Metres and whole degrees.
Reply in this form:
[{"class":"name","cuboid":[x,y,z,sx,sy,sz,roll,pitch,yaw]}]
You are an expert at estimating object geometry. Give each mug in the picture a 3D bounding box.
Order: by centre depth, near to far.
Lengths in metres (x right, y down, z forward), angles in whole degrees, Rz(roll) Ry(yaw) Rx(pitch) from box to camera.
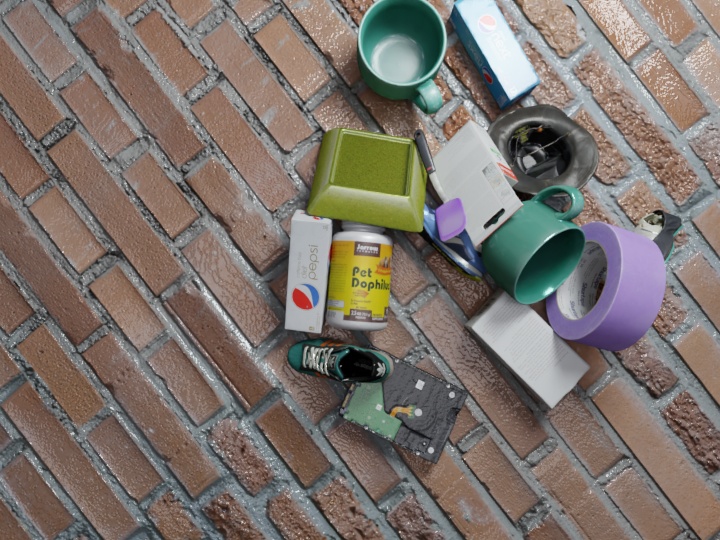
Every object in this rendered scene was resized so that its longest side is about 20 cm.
[{"class":"mug","cuboid":[0.288,-0.050,0.979,0.185,0.152,0.115,-45,50,4]},{"class":"mug","cuboid":[0.068,-0.364,1.029,0.149,0.114,0.188,3,89,-1]}]

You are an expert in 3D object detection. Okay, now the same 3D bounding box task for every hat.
[{"class":"hat","cuboid":[0.313,-0.194,1.046,0.197,0.081,0.203,-3,63,5]}]

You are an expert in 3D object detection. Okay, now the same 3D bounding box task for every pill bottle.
[{"class":"pill bottle","cuboid":[0.000,0.000,1.028,0.107,0.109,0.203,4,88,-1]}]

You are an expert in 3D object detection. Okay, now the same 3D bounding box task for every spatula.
[{"class":"spatula","cuboid":[0.130,-0.151,1.002,0.056,0.020,0.203,-26,77,33]}]

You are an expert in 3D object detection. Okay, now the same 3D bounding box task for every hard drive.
[{"class":"hard drive","cuboid":[0.075,0.238,1.058,0.198,0.038,0.141,25,88,-1]}]

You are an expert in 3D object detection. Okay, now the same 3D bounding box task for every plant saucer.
[{"class":"plant saucer","cuboid":[0.020,-0.171,1.013,0.196,0.048,0.202,9,54,-1]}]

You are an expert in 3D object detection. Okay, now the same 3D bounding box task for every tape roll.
[{"class":"tape roll","cuboid":[0.400,0.026,0.980,0.084,0.200,0.203,15,88,-14]}]

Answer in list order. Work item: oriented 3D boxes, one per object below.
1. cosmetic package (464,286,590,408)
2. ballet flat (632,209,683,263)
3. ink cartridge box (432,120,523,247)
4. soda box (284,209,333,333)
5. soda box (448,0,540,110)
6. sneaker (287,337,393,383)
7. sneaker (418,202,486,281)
[{"class":"cosmetic package","cuboid":[0.293,0.133,1.046,0.101,0.071,0.200,-45,89,-1]},{"class":"ballet flat","cuboid":[0.503,-0.057,1.015,0.072,0.199,0.074,18,124,29]},{"class":"ink cartridge box","cuboid":[0.201,-0.144,0.996,0.109,0.050,0.202,-44,52,30]},{"class":"soda box","cuboid":[-0.089,0.002,1.017,0.067,0.064,0.203,6,109,1]},{"class":"soda box","cuboid":[0.240,-0.400,1.064,0.067,0.064,0.202,-30,89,-2]},{"class":"sneaker","cuboid":[-0.046,0.153,1.016,0.197,0.080,0.073,3,81,20]},{"class":"sneaker","cuboid":[0.161,-0.071,1.052,0.200,0.074,0.082,42,89,-8]}]
